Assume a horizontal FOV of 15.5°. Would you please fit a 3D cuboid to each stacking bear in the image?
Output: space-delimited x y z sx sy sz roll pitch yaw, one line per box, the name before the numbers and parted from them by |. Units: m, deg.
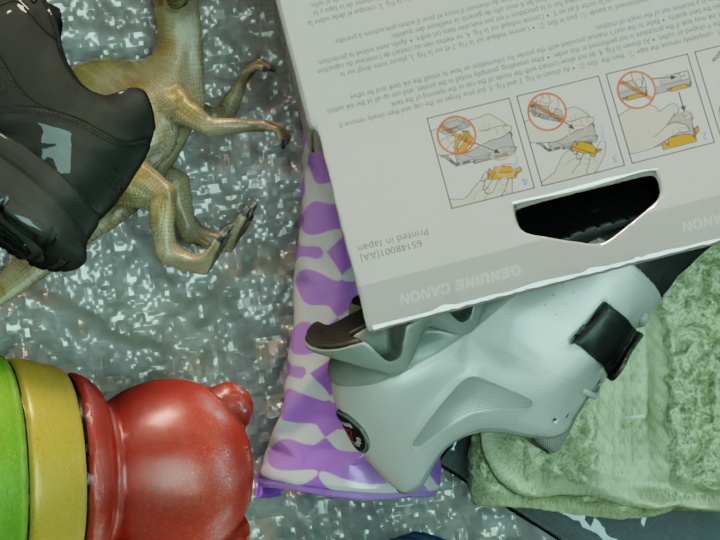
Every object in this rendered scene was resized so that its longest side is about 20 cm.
stacking bear | -0.141 0.084 1.077 0.198 0.114 0.122 -2 92 -18

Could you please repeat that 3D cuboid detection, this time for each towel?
towel | 0.118 0.005 1.126 0.147 0.036 0.202 0 81 3

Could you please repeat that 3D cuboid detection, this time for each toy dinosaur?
toy dinosaur | -0.096 -0.040 1.119 0.101 0.058 0.201 31 86 4

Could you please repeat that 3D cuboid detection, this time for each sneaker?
sneaker | 0.079 0.023 1.078 0.199 0.074 0.089 -26 107 -12
sneaker | -0.171 -0.088 1.075 0.200 0.076 0.091 39 74 1

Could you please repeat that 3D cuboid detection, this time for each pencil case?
pencil case | 0.000 0.000 1.121 0.085 0.084 0.202 4 88 25

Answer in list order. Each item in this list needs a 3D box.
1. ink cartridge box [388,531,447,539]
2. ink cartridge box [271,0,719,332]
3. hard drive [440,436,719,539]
ink cartridge box | -0.031 0.212 1.083 0.199 0.145 0.148 -17 95 -13
ink cartridge box | 0.074 -0.079 1.060 0.198 0.045 0.177 -14 79 -4
hard drive | 0.146 0.074 1.181 0.199 0.033 0.140 32 84 -12
